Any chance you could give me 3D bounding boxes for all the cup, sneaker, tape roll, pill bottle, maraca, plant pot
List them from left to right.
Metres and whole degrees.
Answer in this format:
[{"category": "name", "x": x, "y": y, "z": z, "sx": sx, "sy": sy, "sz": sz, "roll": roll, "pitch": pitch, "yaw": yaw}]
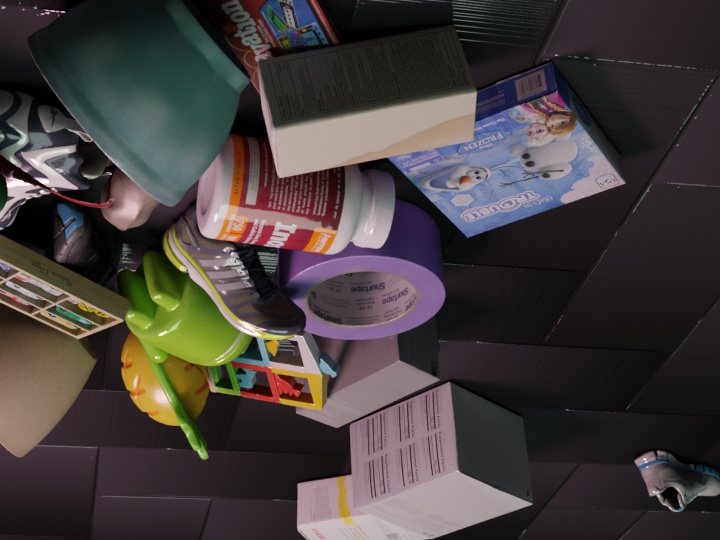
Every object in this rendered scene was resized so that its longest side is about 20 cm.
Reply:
[{"category": "cup", "x": -0.416, "y": 0.108, "z": 1.715, "sx": 0.143, "sy": 0.201, "sz": 0.201, "roll": -33, "pitch": 148, "yaw": -6}, {"category": "sneaker", "x": -0.328, "y": -0.101, "z": 1.449, "sx": 0.129, "sy": 0.080, "sz": 0.200, "roll": 13, "pitch": 136, "yaw": -11}, {"category": "sneaker", "x": -0.322, "y": -0.025, "z": 1.597, "sx": 0.081, "sy": 0.074, "sz": 0.200, "roll": 2, "pitch": 159, "yaw": -16}, {"category": "plant pot", "x": -0.185, "y": -0.178, "z": 1.256, "sx": 0.134, "sy": 0.201, "sz": 0.200, "roll": -39, "pitch": 141, "yaw": 6}, {"category": "maraca", "x": -0.242, "y": 0.150, "z": 1.771, "sx": 0.107, "sy": 0.201, "sz": 0.137, "roll": -28, "pitch": 157, "yaw": -1}, {"category": "sneaker", "x": -0.139, "y": 0.000, "z": 1.572, "sx": 0.200, "sy": 0.074, "sz": 0.081, "roll": 40, "pitch": 131, "yaw": 5}, {"category": "pill bottle", "x": -0.069, "y": -0.078, "z": 1.482, "sx": 0.199, "sy": 0.114, "sz": 0.113, "roll": 7, "pitch": 148, "yaw": -17}, {"category": "tape roll", "x": 0.000, "y": 0.000, "z": 1.648, "sx": 0.198, "sy": 0.085, "sz": 0.200, "roll": -2, "pitch": 149, "yaw": -1}, {"category": "sneaker", "x": 0.538, "y": 0.368, "z": 2.314, "sx": 0.199, "sy": 0.087, "sz": 0.075, "roll": 19, "pitch": 141, "yaw": -34}]

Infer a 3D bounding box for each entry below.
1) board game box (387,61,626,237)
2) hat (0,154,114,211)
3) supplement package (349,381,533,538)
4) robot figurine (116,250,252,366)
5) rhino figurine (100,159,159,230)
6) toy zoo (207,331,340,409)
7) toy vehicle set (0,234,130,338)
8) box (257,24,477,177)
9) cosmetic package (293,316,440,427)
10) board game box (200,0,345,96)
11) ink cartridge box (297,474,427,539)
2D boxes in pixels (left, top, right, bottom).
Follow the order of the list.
[{"category": "board game box", "x": 0.159, "y": -0.124, "z": 1.496, "sx": 0.199, "sy": 0.044, "sz": 0.199, "roll": -19, "pitch": 147, "yaw": 24}, {"category": "hat", "x": -0.359, "y": -0.090, "z": 1.369, "sx": 0.175, "sy": 0.201, "sz": 0.166, "roll": 2, "pitch": 138, "yaw": -23}, {"category": "supplement package", "x": 0.121, "y": 0.291, "z": 2.081, "sx": 0.199, "sy": 0.148, "sz": 0.191, "roll": -26, "pitch": 142, "yaw": 33}, {"category": "robot figurine", "x": -0.205, "y": 0.048, "z": 1.669, "sx": 0.175, "sy": 0.116, "sz": 0.200, "roll": -36, "pitch": 143, "yaw": 20}, {"category": "rhino figurine", "x": -0.216, "y": -0.113, "z": 1.434, "sx": 0.059, "sy": 0.088, "sz": 0.200, "roll": 15, "pitch": 145, "yaw": -29}, {"category": "toy zoo", "x": -0.119, "y": 0.119, "z": 1.787, "sx": 0.199, "sy": 0.021, "sz": 0.132, "roll": 8, "pitch": 132, "yaw": 23}, {"category": "toy vehicle set", "x": -0.377, "y": 0.016, "z": 1.573, "sx": 0.199, "sy": 0.027, "sz": 0.124, "roll": 29, "pitch": 152, "yaw": -27}, {"category": "box", "x": 0.006, "y": -0.164, "z": 1.335, "sx": 0.199, "sy": 0.095, "sz": 0.078, "roll": -10, "pitch": 147, "yaw": -5}, {"category": "cosmetic package", "x": 0.007, "y": 0.122, "z": 1.832, "sx": 0.090, "sy": 0.107, "sz": 0.200, "roll": 24, "pitch": 138, "yaw": -36}, {"category": "board game box", "x": -0.075, "y": -0.225, "z": 1.329, "sx": 0.102, "sy": 0.020, "sz": 0.200, "roll": -11, "pitch": 148, "yaw": 15}, {"category": "ink cartridge box", "x": 0.006, "y": 0.404, "z": 2.322, "sx": 0.199, "sy": 0.084, "sz": 0.145, "roll": -11, "pitch": 148, "yaw": 13}]
